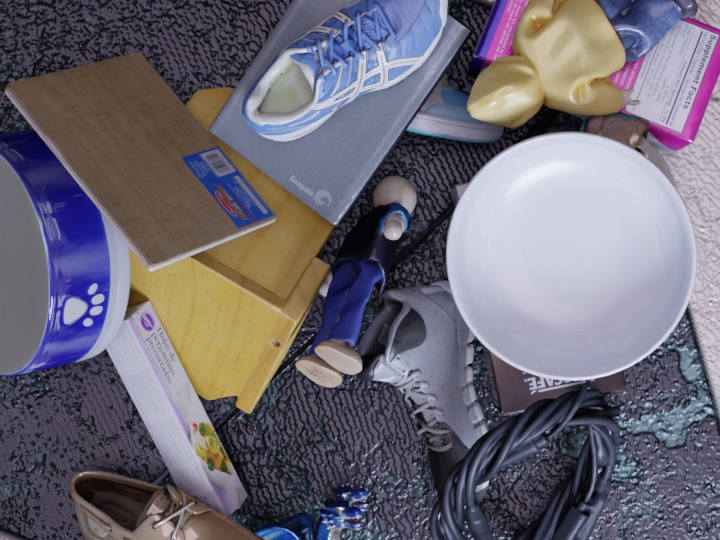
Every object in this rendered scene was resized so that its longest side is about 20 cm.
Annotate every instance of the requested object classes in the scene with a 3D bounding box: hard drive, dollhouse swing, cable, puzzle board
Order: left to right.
[{"bbox_3d":[-0.179,-0.093,1.273,0.200,0.150,0.017,50,130,14],"label":"puzzle board"},{"bbox_3d":[-0.125,-0.025,1.371,0.199,0.176,0.182,29,131,1],"label":"dollhouse swing"},{"bbox_3d":[-0.018,-0.159,1.302,0.139,0.033,0.201,37,103,6],"label":"hard drive"},{"bbox_3d":[0.142,0.174,1.301,0.162,0.051,0.201,4,122,-27],"label":"cable"}]

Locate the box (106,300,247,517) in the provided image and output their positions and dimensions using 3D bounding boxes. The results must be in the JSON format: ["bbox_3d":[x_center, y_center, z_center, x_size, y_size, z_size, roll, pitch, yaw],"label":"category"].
[{"bbox_3d":[-0.161,0.124,1.336,0.041,0.039,0.201,-17,106,33],"label":"box"}]

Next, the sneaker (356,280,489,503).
[{"bbox_3d":[0.044,0.109,1.322,0.115,0.075,0.202,1,79,-38],"label":"sneaker"}]

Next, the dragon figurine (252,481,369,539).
[{"bbox_3d":[-0.067,0.246,1.345,0.199,0.059,0.100,-17,89,30],"label":"dragon figurine"}]

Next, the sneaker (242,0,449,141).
[{"bbox_3d":[-0.012,-0.168,1.242,0.200,0.077,0.076,-38,87,14],"label":"sneaker"}]

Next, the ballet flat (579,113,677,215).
[{"bbox_3d":[0.239,-0.044,1.303,0.067,0.068,0.201,-2,128,30],"label":"ballet flat"}]

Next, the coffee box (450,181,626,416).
[{"bbox_3d":[0.153,0.015,1.339,0.112,0.080,0.202,-12,89,0],"label":"coffee box"}]

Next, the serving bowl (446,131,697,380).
[{"bbox_3d":[0.171,-0.015,1.257,0.198,0.066,0.202,2,100,10],"label":"serving bowl"}]

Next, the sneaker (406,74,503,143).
[{"bbox_3d":[0.041,-0.190,1.340,0.198,0.080,0.132,17,98,1],"label":"sneaker"}]

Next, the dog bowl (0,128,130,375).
[{"bbox_3d":[-0.281,-0.016,1.294,0.078,0.199,0.202,-14,88,-42],"label":"dog bowl"}]

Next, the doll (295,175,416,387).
[{"bbox_3d":[0.000,0.000,1.324,0.048,0.136,0.201,30,59,-15],"label":"doll"}]

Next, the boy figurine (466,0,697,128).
[{"bbox_3d":[0.176,-0.175,1.249,0.199,0.064,0.125,-37,89,1],"label":"boy figurine"}]

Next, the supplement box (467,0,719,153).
[{"bbox_3d":[0.204,-0.185,1.331,0.199,0.101,0.104,23,90,1],"label":"supplement box"}]

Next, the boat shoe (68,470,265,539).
[{"bbox_3d":[-0.165,0.220,1.311,0.199,0.065,0.071,10,47,26],"label":"boat shoe"}]
